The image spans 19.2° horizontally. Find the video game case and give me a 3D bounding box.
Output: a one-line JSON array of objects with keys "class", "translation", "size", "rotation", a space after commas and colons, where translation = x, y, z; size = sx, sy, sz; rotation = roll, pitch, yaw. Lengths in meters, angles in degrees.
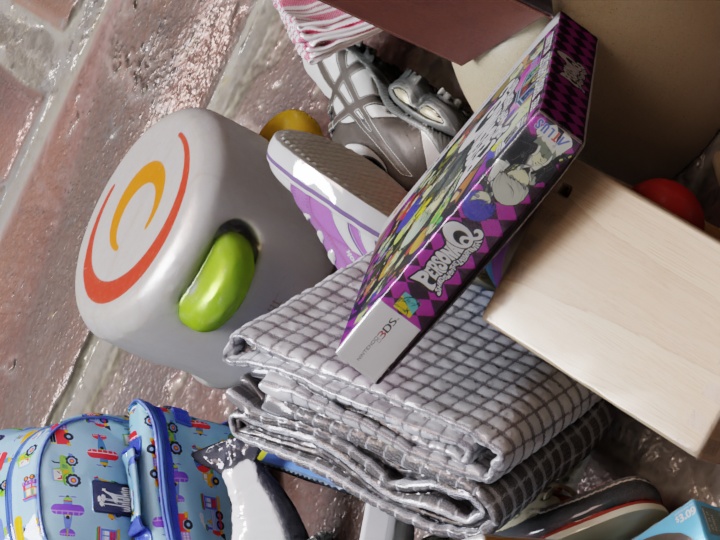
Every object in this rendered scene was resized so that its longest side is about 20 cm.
[{"class": "video game case", "translation": [0.064, -0.046, 1.208], "size": [0.181, 0.036, 0.200], "rotation": [-51, 7, 23]}]

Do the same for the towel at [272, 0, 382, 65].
[{"class": "towel", "translation": [0.010, -0.207, 1.494], "size": [0.146, 0.030, 0.200], "rotation": [-26, 21, 0]}]

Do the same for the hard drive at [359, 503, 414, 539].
[{"class": "hard drive", "translation": [0.011, 0.211, 1.278], "size": [0.200, 0.027, 0.132], "rotation": [-77, -11, -55]}]

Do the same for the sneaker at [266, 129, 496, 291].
[{"class": "sneaker", "translation": [0.000, 0.000, 1.412], "size": [0.200, 0.073, 0.114], "rotation": [39, 115, 12]}]

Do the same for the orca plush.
[{"class": "orca plush", "translation": [-0.068, 0.213, 1.446], "size": [0.105, 0.071, 0.200], "rotation": [-25, 84, -1]}]

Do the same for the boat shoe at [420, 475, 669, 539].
[{"class": "boat shoe", "translation": [0.103, 0.162, 1.284], "size": [0.200, 0.071, 0.063], "rotation": [-35, 46, 40]}]

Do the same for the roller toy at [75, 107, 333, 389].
[{"class": "roller toy", "translation": [-0.107, -0.015, 1.553], "size": [0.182, 0.140, 0.200], "rotation": [-31, 42, 44]}]

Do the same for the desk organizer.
[{"class": "desk organizer", "translation": [0.014, -0.193, 1.233], "size": [0.077, 0.200, 0.072], "rotation": [-29, 53, 41]}]

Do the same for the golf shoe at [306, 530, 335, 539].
[{"class": "golf shoe", "translation": [-0.055, 0.252, 1.350], "size": [0.094, 0.078, 0.200], "rotation": [-32, 24, 38]}]

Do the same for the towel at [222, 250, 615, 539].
[{"class": "towel", "translation": [0.035, 0.076, 1.281], "size": [0.200, 0.166, 0.086], "rotation": [20, 120, 27]}]

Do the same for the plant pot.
[{"class": "plant pot", "translation": [0.131, -0.158, 1.345], "size": [0.200, 0.134, 0.201], "rotation": [-24, 56, 41]}]

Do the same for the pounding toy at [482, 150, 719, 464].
[{"class": "pounding toy", "translation": [0.195, 0.010, 1.176], "size": [0.184, 0.200, 0.142], "rotation": [34, 100, 37]}]

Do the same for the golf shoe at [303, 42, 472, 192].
[{"class": "golf shoe", "translation": [0.001, -0.107, 1.502], "size": [0.095, 0.078, 0.200], "rotation": [-57, 38, 4]}]

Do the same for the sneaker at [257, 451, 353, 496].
[{"class": "sneaker", "translation": [-0.007, 0.112, 1.436], "size": [0.200, 0.066, 0.079], "rotation": [14, 80, 51]}]

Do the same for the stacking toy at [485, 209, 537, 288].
[{"class": "stacking toy", "translation": [0.097, -0.033, 1.334], "size": [0.085, 0.085, 0.200], "rotation": [-60, 26, 11]}]

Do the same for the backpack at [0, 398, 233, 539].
[{"class": "backpack", "translation": [-0.173, 0.178, 1.489], "size": [0.134, 0.200, 0.183], "rotation": [-33, 49, 38]}]

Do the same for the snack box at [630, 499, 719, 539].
[{"class": "snack box", "translation": [0.145, 0.231, 1.222], "size": [0.200, 0.037, 0.116], "rotation": [-40, 48, 31]}]

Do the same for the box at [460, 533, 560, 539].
[{"class": "box", "translation": [0.085, 0.252, 1.153], "size": [0.097, 0.124, 0.200], "rotation": [-22, 69, 38]}]
